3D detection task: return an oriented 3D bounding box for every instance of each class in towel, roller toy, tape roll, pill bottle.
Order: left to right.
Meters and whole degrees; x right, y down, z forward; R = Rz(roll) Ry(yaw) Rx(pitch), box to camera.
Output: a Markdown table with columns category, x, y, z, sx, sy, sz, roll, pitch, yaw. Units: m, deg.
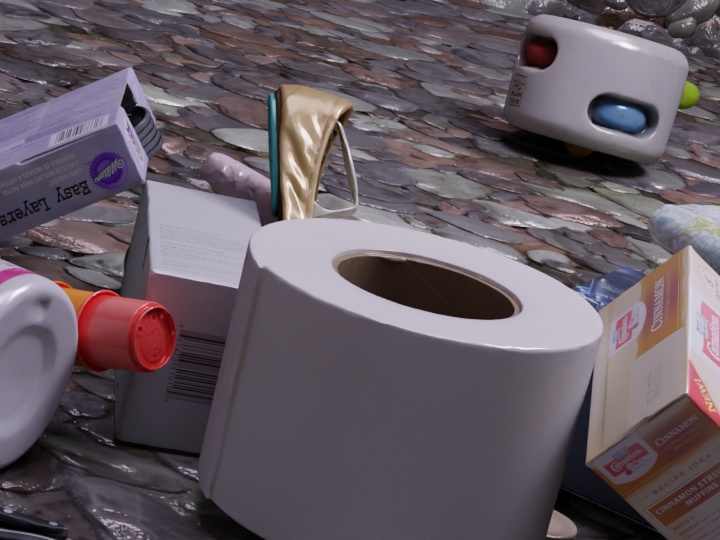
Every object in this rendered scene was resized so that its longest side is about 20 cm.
| category | x | y | z | sx | sy | sz | roll | pitch | yaw |
| --- | --- | --- | --- | --- | --- | --- | --- | --- | --- |
| pill bottle | -0.268 | 0.027 | 1.207 | 0.200 | 0.114 | 0.113 | 20 | 17 | 24 |
| towel | 0.000 | 0.000 | 1.530 | 0.200 | 0.032 | 0.191 | 29 | -7 | 35 |
| tape roll | 0.021 | 0.069 | 1.203 | 0.202 | 0.139 | 0.203 | 12 | 16 | -4 |
| roller toy | 0.250 | -0.191 | 2.359 | 0.200 | 0.140 | 0.182 | 18 | 5 | 23 |
| towel | 0.332 | -0.001 | 1.572 | 0.200 | 0.048 | 0.171 | 2 | 17 | -33 |

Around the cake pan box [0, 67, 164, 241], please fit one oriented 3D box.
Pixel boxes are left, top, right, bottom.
| category | x | y | z | sx | sy | sz | roll | pitch | yaw |
| --- | --- | --- | --- | --- | --- | --- | --- | --- | --- |
| cake pan box | -0.235 | -0.069 | 1.499 | 0.200 | 0.052 | 0.184 | -23 | 18 | 3 |

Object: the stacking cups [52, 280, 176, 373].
| category | x | y | z | sx | sy | sz | roll | pitch | yaw |
| --- | --- | --- | --- | --- | --- | --- | --- | --- | --- |
| stacking cups | -0.193 | 0.033 | 1.272 | 0.200 | 0.061 | 0.060 | 9 | 11 | 34 |

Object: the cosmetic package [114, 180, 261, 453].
| category | x | y | z | sx | sy | sz | roll | pitch | yaw |
| --- | --- | --- | --- | --- | --- | --- | --- | --- | --- |
| cosmetic package | -0.106 | 0.026 | 1.355 | 0.081 | 0.113 | 0.200 | 11 | 14 | -11 |

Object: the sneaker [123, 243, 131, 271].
| category | x | y | z | sx | sy | sz | roll | pitch | yaw |
| --- | --- | --- | --- | --- | --- | --- | --- | --- | --- |
| sneaker | -0.059 | 0.011 | 1.523 | 0.200 | 0.067 | 0.090 | 19 | 17 | 16 |

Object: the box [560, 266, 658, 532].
| category | x | y | z | sx | sy | sz | roll | pitch | yaw |
| --- | --- | --- | --- | --- | --- | --- | --- | --- | --- |
| box | 0.190 | 0.082 | 1.394 | 0.148 | 0.107 | 0.200 | 23 | 15 | 19 |

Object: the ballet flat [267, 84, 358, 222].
| category | x | y | z | sx | sy | sz | roll | pitch | yaw |
| --- | --- | --- | --- | --- | --- | --- | --- | --- | --- |
| ballet flat | -0.033 | -0.029 | 1.408 | 0.063 | 0.200 | 0.069 | 4 | -19 | -5 |

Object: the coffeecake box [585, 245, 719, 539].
| category | x | y | z | sx | sy | sz | roll | pitch | yaw |
| --- | --- | --- | --- | --- | --- | --- | --- | --- | --- |
| coffeecake box | 0.218 | 0.107 | 1.189 | 0.200 | 0.073 | 0.154 | 43 | 28 | -16 |

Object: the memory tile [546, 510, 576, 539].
| category | x | y | z | sx | sy | sz | roll | pitch | yaw |
| --- | --- | --- | --- | --- | --- | --- | --- | --- | --- |
| memory tile | 0.029 | 0.121 | 1.317 | 0.153 | 0.017 | 0.200 | 6 | 17 | -26 |

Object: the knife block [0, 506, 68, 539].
| category | x | y | z | sx | sy | sz | roll | pitch | yaw |
| --- | --- | --- | --- | --- | --- | --- | --- | --- | --- |
| knife block | -0.221 | 0.137 | 0.955 | 0.200 | 0.064 | 0.176 | 3 | 18 | -34 |
